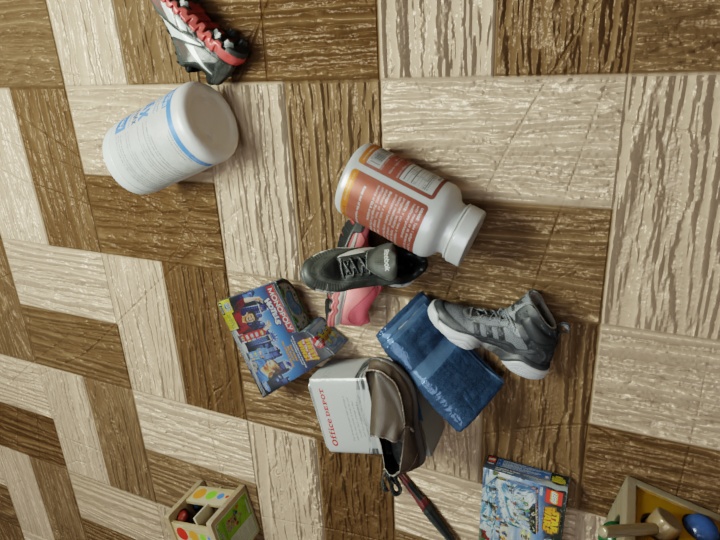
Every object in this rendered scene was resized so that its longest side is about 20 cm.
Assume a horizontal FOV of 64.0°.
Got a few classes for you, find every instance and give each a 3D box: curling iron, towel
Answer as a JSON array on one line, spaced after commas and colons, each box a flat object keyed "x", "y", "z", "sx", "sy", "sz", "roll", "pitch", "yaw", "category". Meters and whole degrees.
[{"x": 0.112, "y": 0.442, "z": 1.068, "sx": 0.200, "sy": 0.026, "sz": 0.050, "roll": 45, "pitch": 86, "yaw": 0, "category": "curling iron"}, {"x": 0.123, "y": 0.141, "z": 0.892, "sx": 0.200, "sy": 0.111, "sz": 0.049, "roll": 49, "pitch": 159, "yaw": 1, "category": "towel"}]

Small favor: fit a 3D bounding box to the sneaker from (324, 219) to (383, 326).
[{"x": 0.000, "y": 0.000, "z": 0.933, "sx": 0.085, "sy": 0.074, "sz": 0.203, "roll": 10, "pitch": 111, "yaw": -12, "category": "sneaker"}]

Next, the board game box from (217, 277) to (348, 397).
[{"x": -0.132, "y": 0.113, "z": 1.038, "sx": 0.198, "sy": 0.062, "sz": 0.202, "roll": -18, "pitch": 102, "yaw": 30, "category": "board game box"}]

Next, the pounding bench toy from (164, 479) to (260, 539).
[{"x": -0.328, "y": 0.601, "z": 1.300, "sx": 0.154, "sy": 0.124, "sz": 0.203, "roll": -6, "pitch": 108, "yaw": 28, "category": "pounding bench toy"}]

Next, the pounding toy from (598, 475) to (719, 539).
[{"x": 0.415, "y": 0.389, "z": 0.801, "sx": 0.198, "sy": 0.184, "sz": 0.144, "roll": 20, "pitch": 118, "yaw": 18, "category": "pounding toy"}]

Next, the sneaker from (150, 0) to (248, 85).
[{"x": -0.269, "y": -0.370, "z": 0.902, "sx": 0.200, "sy": 0.071, "sz": 0.098, "roll": 43, "pitch": 121, "yaw": 3, "category": "sneaker"}]

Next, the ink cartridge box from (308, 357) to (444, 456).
[{"x": 0.027, "y": 0.232, "z": 0.991, "sx": 0.197, "sy": 0.086, "sz": 0.149, "roll": -6, "pitch": 107, "yaw": 30, "category": "ink cartridge box"}]

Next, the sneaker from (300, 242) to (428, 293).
[{"x": 0.013, "y": -0.008, "z": 0.836, "sx": 0.090, "sy": 0.197, "sz": 0.068, "roll": 154, "pitch": 112, "yaw": -62, "category": "sneaker"}]

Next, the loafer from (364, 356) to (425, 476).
[{"x": 0.049, "y": 0.229, "z": 0.880, "sx": 0.072, "sy": 0.071, "sz": 0.203, "roll": -5, "pitch": 109, "yaw": 44, "category": "loafer"}]

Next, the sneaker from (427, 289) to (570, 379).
[{"x": 0.204, "y": 0.068, "z": 0.845, "sx": 0.198, "sy": 0.076, "sz": 0.115, "roll": 28, "pitch": 120, "yaw": 8, "category": "sneaker"}]

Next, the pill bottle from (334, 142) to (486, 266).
[{"x": 0.072, "y": -0.090, "z": 0.821, "sx": 0.198, "sy": 0.112, "sz": 0.113, "roll": 30, "pitch": 121, "yaw": 13, "category": "pill bottle"}]

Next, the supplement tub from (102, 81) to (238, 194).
[{"x": -0.313, "y": -0.215, "z": 0.953, "sx": 0.198, "sy": 0.132, "sz": 0.134, "roll": -15, "pitch": 104, "yaw": 29, "category": "supplement tub"}]

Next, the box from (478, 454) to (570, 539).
[{"x": 0.272, "y": 0.420, "z": 0.973, "sx": 0.135, "sy": 0.040, "sz": 0.203, "roll": 10, "pitch": 114, "yaw": 24, "category": "box"}]
